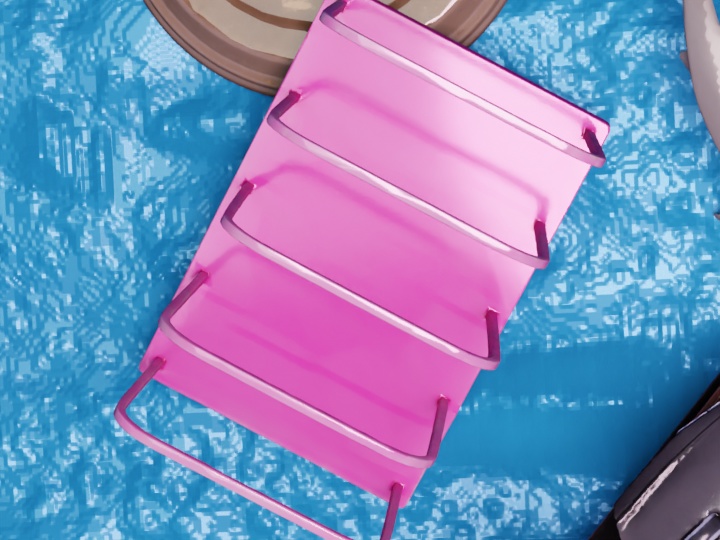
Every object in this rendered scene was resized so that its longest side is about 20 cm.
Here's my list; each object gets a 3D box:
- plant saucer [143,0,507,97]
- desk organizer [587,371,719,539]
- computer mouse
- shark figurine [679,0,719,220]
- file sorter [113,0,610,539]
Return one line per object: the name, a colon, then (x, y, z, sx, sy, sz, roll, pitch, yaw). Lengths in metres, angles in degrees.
plant saucer: (-0.018, -0.176, 0.928, 0.200, 0.029, 0.200, 0, 92, 7)
desk organizer: (0.139, 0.126, 0.869, 0.077, 0.072, 0.200, 39, 75, 7)
computer mouse: (0.165, 0.118, 0.812, 0.200, 0.046, 0.140, -35, 76, -12)
shark figurine: (0.174, -0.056, 0.890, 0.215, 0.089, 0.128, 48, 63, -5)
file sorter: (0.000, 0.000, 0.868, 0.139, 0.125, 0.200, 28, 101, 0)
